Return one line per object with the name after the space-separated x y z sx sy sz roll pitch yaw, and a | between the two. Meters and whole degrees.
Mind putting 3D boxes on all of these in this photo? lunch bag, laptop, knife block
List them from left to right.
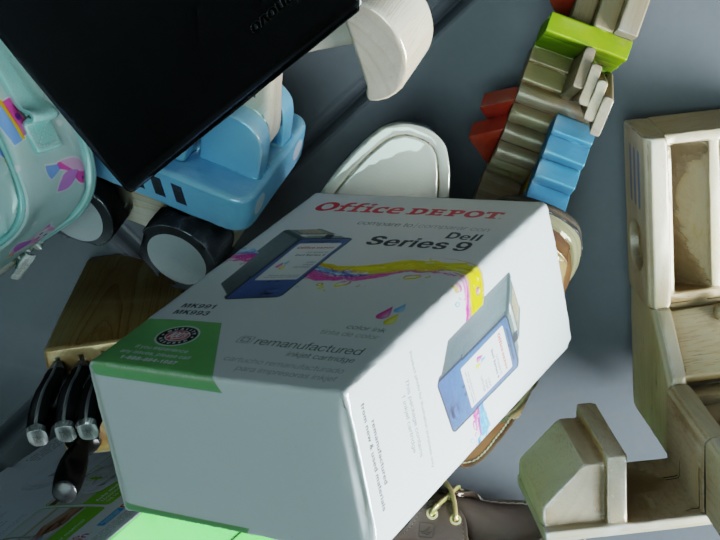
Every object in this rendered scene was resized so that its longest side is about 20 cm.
-0.231 -0.083 0.911 0.160 0.077 0.200 -30 88 29 | lunch bag
-0.140 0.057 0.942 0.200 0.175 0.064 11 116 45 | knife block
-0.100 -0.180 0.837 0.116 0.200 0.187 25 140 -32 | laptop

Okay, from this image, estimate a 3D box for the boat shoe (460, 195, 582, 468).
0.067 0.048 0.974 0.076 0.074 0.200 14 135 1 | boat shoe

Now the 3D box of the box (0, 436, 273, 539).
-0.139 0.155 0.969 0.176 0.200 0.097 -11 109 41 | box

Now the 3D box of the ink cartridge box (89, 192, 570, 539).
-0.008 0.040 0.838 0.145 0.200 0.088 5 117 33 | ink cartridge box

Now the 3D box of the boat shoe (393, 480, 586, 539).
0.035 0.159 1.051 0.200 0.072 0.060 -5 113 15 | boat shoe

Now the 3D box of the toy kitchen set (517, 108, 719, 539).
0.162 0.033 0.903 0.163 0.200 0.181 -7 110 -5 | toy kitchen set

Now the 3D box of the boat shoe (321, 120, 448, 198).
0.000 0.000 0.991 0.075 0.062 0.200 16 115 -1 | boat shoe

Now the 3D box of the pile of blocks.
0.098 -0.089 0.945 0.062 0.082 0.200 19 112 -1 | pile of blocks

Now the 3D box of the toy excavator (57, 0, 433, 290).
-0.069 -0.088 0.900 0.194 0.100 0.200 22 138 12 | toy excavator
